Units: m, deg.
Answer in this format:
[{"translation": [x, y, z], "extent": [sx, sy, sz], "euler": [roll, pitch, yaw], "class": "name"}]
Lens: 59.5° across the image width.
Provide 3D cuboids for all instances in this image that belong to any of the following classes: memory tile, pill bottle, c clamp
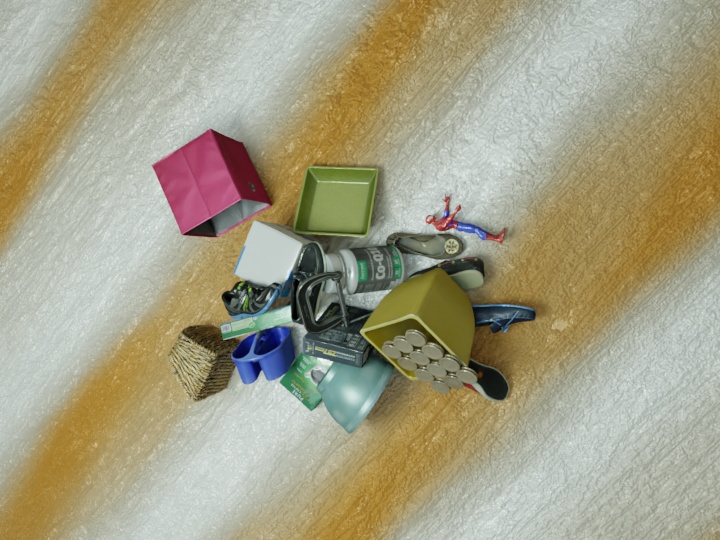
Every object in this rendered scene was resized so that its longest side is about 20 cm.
[{"translation": [0.156, 0.209, 1.432], "extent": [0.199, 0.017, 0.153], "euler": [37, 143, -11], "class": "memory tile"}, {"translation": [0.000, 0.000, 1.552], "extent": [0.198, 0.113, 0.114], "euler": [-6, 90, -29], "class": "pill bottle"}, {"translation": [-0.067, 0.072, 1.479], "extent": [0.170, 0.201, 0.027], "euler": [-28, 43, -10], "class": "c clamp"}]

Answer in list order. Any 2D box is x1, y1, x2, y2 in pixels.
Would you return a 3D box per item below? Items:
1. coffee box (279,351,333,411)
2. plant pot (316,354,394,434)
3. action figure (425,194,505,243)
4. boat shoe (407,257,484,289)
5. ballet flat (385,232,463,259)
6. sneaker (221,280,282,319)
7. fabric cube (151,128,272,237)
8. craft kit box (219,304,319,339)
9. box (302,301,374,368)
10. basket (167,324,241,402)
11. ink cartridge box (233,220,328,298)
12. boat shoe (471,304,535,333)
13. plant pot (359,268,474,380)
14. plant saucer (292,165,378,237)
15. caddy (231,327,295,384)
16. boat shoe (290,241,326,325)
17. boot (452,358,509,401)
[{"translation": [-0.112, 0.258, 1.671], "extent": [0.123, 0.044, 0.201], "euler": [38, 99, 9], "class": "coffee box"}, {"translation": [-0.025, 0.281, 1.558], "extent": [0.134, 0.200, 0.201], "euler": [35, 99, 0], "class": "plant pot"}, {"translation": [0.260, -0.133, 1.557], "extent": [0.198, 0.065, 0.100], "euler": [10, 102, 13], "class": "action figure"}, {"translation": [0.214, 0.014, 1.577], "extent": [0.200, 0.063, 0.074], "euler": [-10, 132, 26], "class": "boat shoe"}, {"translation": [0.160, -0.066, 1.593], "extent": [0.198, 0.046, 0.068], "euler": [8, 92, 14], "class": "ballet flat"}, {"translation": [-0.265, 0.063, 1.497], "extent": [0.198, 0.071, 0.083], "euler": [-15, 116, 41], "class": "sneaker"}, {"translation": [-0.384, -0.221, 1.654], "extent": [0.199, 0.196, 0.201], "euler": [-27, 83, 14], "class": "fabric cube"}, {"translation": [-0.230, 0.124, 1.621], "extent": [0.198, 0.197, 0.049], "euler": [-15, 91, 15], "class": "craft kit box"}, {"translation": [-0.036, 0.156, 1.569], "extent": [0.156, 0.200, 0.052], "euler": [12, 116, 14], "class": "box"}, {"translation": [-0.427, 0.240, 1.671], "extent": [0.142, 0.200, 0.150], "euler": [27, 98, 11], "class": "basket"}, {"translation": [-0.198, -0.030, 1.607], "extent": [0.144, 0.200, 0.148], "euler": [25, 97, 14], "class": "ink cartridge box"}, {"translation": [0.329, 0.124, 1.543], "extent": [0.198, 0.084, 0.069], "euler": [-4, 71, 28], "class": "boat shoe"}, {"translation": [0.157, 0.111, 1.498], "extent": [0.194, 0.201, 0.195], "euler": [44, 142, -20], "class": "plant pot"}, {"translation": [-0.058, -0.169, 1.616], "extent": [0.197, 0.048, 0.202], "euler": [4, 66, 13], "class": "plant saucer"}, {"translation": [-0.251, 0.209, 1.635], "extent": [0.140, 0.200, 0.106], "euler": [-10, 105, 12], "class": "caddy"}, {"translation": [-0.133, 0.031, 1.487], "extent": [0.074, 0.066, 0.202], "euler": [16, 98, 34], "class": "boat shoe"}, {"translation": [0.264, 0.259, 1.568], "extent": [0.199, 0.144, 0.073], "euler": [32, 75, -23], "class": "boot"}]
